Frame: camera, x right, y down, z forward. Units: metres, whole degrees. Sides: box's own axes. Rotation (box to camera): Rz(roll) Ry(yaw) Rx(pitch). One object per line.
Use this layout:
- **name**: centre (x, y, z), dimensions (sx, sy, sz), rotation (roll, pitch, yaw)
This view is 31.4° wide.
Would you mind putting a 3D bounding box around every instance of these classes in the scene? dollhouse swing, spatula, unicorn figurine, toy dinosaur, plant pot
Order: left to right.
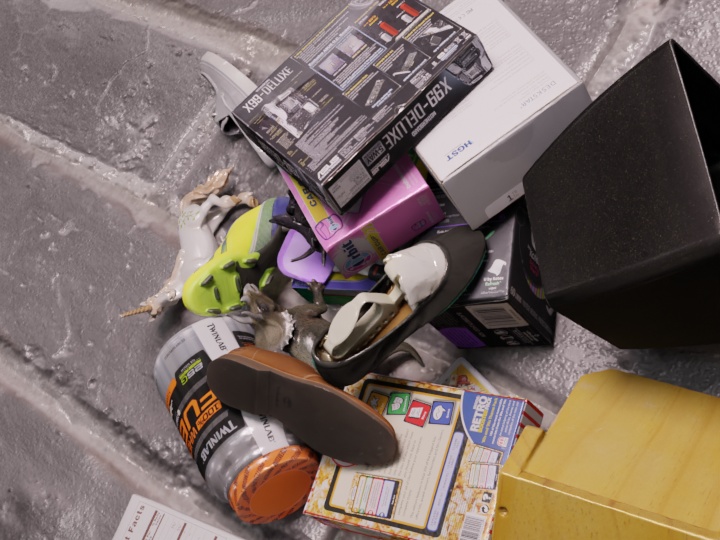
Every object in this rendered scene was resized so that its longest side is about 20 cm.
- **unicorn figurine**: centre (-0.185, -0.019, 1.484), dimensions (0.137, 0.074, 0.201), rotation (-20, 41, 22)
- **toy dinosaur**: centre (-0.036, 0.075, 1.323), dimensions (0.199, 0.077, 0.102), rotation (30, 47, 2)
- **spatula**: centre (0.000, 0.000, 1.331), dimensions (0.199, 0.021, 0.057), rotation (15, 71, 33)
- **dollhouse swing**: centre (0.238, 0.212, 1.110), dimensions (0.199, 0.176, 0.183), rotation (14, 112, 25)
- **plant pot**: centre (0.254, -0.039, 1.098), dimensions (0.177, 0.200, 0.200), rotation (-26, 55, 30)

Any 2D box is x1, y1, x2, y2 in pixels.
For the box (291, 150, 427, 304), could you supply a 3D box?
- **box**: centre (0.005, -0.063, 1.401), dimensions (0.117, 0.048, 0.201), rotation (1, 65, 30)

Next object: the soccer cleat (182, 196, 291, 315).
- **soccer cleat**: centre (-0.130, -0.015, 1.394), dimensions (0.083, 0.065, 0.200), rotation (11, 40, 38)

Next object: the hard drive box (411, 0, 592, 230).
- **hard drive box**: centre (0.110, -0.160, 1.213), dimensions (0.156, 0.077, 0.200), rotation (-35, 45, 4)

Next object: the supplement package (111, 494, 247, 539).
- **supplement package**: centre (-0.145, 0.313, 1.249), dimensions (0.199, 0.117, 0.118), rotation (14, 73, 35)

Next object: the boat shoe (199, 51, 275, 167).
- **boat shoe**: centre (-0.145, -0.192, 1.549), dimensions (0.069, 0.072, 0.200), rotation (-46, 61, 1)

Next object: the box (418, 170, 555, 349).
- **box**: centre (0.130, -0.037, 1.264), dimensions (0.106, 0.122, 0.201), rotation (-5, 64, 29)

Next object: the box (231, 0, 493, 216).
- **box**: centre (-0.002, -0.167, 1.192), dimensions (0.200, 0.050, 0.158), rotation (-45, 49, -6)

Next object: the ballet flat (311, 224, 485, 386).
- **ballet flat**: centre (0.032, 0.029, 1.170), dimensions (0.200, 0.068, 0.068), rotation (-46, 53, 6)

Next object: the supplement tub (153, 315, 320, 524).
- **supplement tub**: centre (-0.124, 0.153, 1.317), dimensions (0.122, 0.123, 0.200), rotation (-41, 52, 6)

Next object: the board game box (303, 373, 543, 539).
- **board game box**: centre (0.058, 0.183, 1.213), dimensions (0.199, 0.046, 0.152), rotation (7, 70, 34)

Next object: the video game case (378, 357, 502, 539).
- **video game case**: centre (0.097, 0.209, 1.221), dimensions (0.182, 0.023, 0.200), rotation (-47, 51, 2)

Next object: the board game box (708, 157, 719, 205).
- **board game box**: centre (0.340, -0.029, 1.183), dimensions (0.199, 0.047, 0.152), rotation (-15, 60, 24)

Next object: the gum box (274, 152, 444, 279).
- **gum box**: centre (-0.018, -0.107, 1.248), dimensions (0.113, 0.066, 0.200), rotation (-32, 58, 2)

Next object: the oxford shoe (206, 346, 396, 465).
- **oxford shoe**: centre (-0.046, 0.120, 1.230), dimensions (0.199, 0.071, 0.072), rotation (26, 120, 18)

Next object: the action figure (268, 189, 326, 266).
- **action figure**: centre (-0.019, -0.087, 1.338), dimensions (0.118, 0.102, 0.201), rotation (5, 71, 25)
